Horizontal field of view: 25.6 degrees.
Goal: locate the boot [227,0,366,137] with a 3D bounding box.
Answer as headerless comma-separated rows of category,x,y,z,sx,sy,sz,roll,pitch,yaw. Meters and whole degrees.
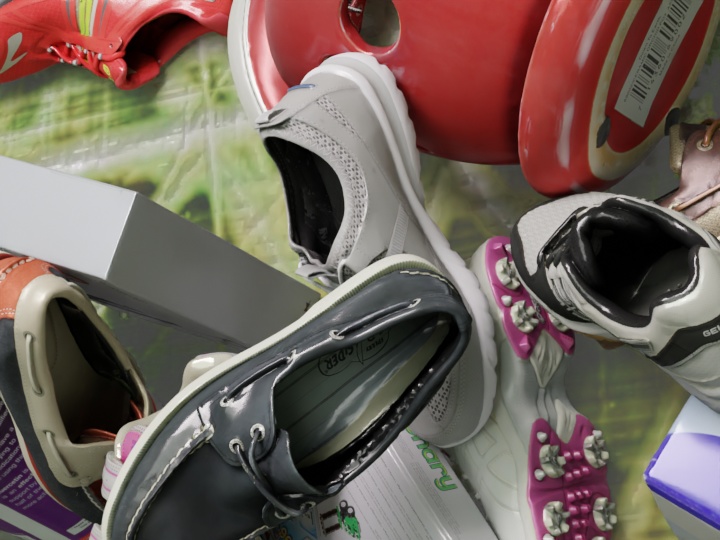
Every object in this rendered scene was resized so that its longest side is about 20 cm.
boot,-0.010,-0.176,0.908,0.144,0.072,0.201,-24,59,52

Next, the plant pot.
plant pot,0.077,-0.146,0.816,0.182,0.200,0.201,28,87,27

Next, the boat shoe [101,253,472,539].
boat shoe,-0.028,0.073,0.704,0.199,0.075,0.066,-36,25,-9

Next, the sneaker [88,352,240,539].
sneaker,-0.098,0.120,0.767,0.081,0.088,0.200,6,55,41

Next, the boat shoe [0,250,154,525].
boat shoe,-0.137,0.070,0.807,0.062,0.200,0.071,14,52,35

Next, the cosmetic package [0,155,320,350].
cosmetic package,-0.134,-0.008,0.872,0.150,0.200,0.052,13,81,29

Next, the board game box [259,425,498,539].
board game box,0.013,0.155,0.815,0.200,0.035,0.126,57,130,28

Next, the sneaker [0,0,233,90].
sneaker,-0.167,-0.152,1.010,0.199,0.077,0.085,-17,72,21

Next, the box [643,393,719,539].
box,0.259,0.070,0.698,0.184,0.105,0.200,29,80,31

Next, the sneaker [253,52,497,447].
sneaker,0.000,0.000,0.773,0.075,0.082,0.201,-14,102,48

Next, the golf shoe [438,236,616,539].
golf shoe,0.074,0.087,0.825,0.091,0.075,0.201,-26,62,36

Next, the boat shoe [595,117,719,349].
boat shoe,0.181,-0.046,0.797,0.200,0.072,0.072,-40,87,16

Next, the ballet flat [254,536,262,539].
ballet flat,-0.067,0.181,0.818,0.067,0.067,0.200,1,37,-2

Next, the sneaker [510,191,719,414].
sneaker,0.118,-0.008,0.710,0.076,0.088,0.200,-54,30,-3

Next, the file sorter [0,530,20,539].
file sorter,-0.307,0.106,0.925,0.124,0.200,0.139,-28,64,20

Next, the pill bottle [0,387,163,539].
pill bottle,-0.203,0.076,0.871,0.112,0.200,0.113,-18,53,26
